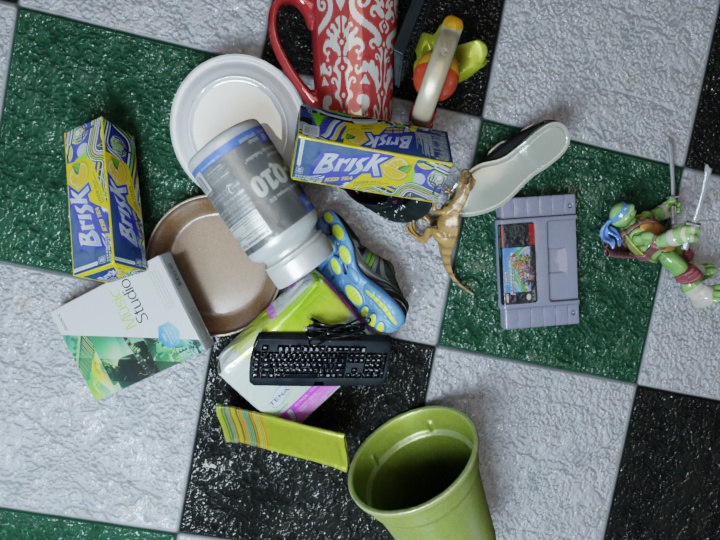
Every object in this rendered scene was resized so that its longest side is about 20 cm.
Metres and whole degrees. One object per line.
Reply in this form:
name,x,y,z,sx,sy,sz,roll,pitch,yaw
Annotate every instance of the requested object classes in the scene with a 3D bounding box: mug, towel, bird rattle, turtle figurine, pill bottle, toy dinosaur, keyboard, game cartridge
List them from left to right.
pill bottle,-0.127,-0.084,0.691,0.113,0.114,0.202,-34,100,-2
towel,-0.112,0.239,0.742,0.195,0.018,0.087,9,134,15
keyboard,-0.050,0.116,0.705,0.195,0.040,0.107,2,106,-17
mug,-0.029,-0.294,0.726,0.173,0.133,0.205,2,98,12
keyboard,0.082,-0.362,0.696,0.020,0.128,0.204,15,71,11
bird rattle,0.093,-0.255,0.719,0.111,0.163,0.203,28,84,5
toy dinosaur,0.123,-0.051,0.771,0.060,0.105,0.204,-35,138,-38
game cartridge,0.275,-0.014,0.811,0.126,0.038,0.205,-5,94,-9
turtle figurine,0.485,-0.059,0.772,0.194,0.144,0.200,44,93,-10

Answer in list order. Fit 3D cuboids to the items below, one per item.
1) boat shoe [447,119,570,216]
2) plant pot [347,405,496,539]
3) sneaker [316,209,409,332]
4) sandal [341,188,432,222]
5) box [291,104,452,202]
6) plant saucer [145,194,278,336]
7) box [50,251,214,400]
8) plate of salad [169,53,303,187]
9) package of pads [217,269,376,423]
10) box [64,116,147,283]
boat shoe,0.216,-0.155,0.781,0.199,0.061,0.074,-38,106,12
plant pot,0.108,0.336,0.753,0.197,0.201,0.187,-27,108,-3
sneaker,0.000,0.000,0.768,0.071,0.082,0.201,-40,86,28
sandal,0.007,-0.122,0.746,0.197,0.048,0.076,27,123,8
box,0.013,-0.148,0.665,0.195,0.071,0.065,8,50,-11
plant saucer,-0.212,-0.007,0.763,0.195,0.037,0.206,0,93,-5
box,-0.324,0.081,0.735,0.197,0.036,0.147,-24,96,14
plate of salad,-0.173,-0.202,0.749,0.195,0.048,0.205,-1,104,-3
package of pads,-0.090,0.116,0.751,0.200,0.068,0.155,-43,112,-2
box,-0.341,-0.092,0.694,0.069,0.064,0.205,-15,77,15
